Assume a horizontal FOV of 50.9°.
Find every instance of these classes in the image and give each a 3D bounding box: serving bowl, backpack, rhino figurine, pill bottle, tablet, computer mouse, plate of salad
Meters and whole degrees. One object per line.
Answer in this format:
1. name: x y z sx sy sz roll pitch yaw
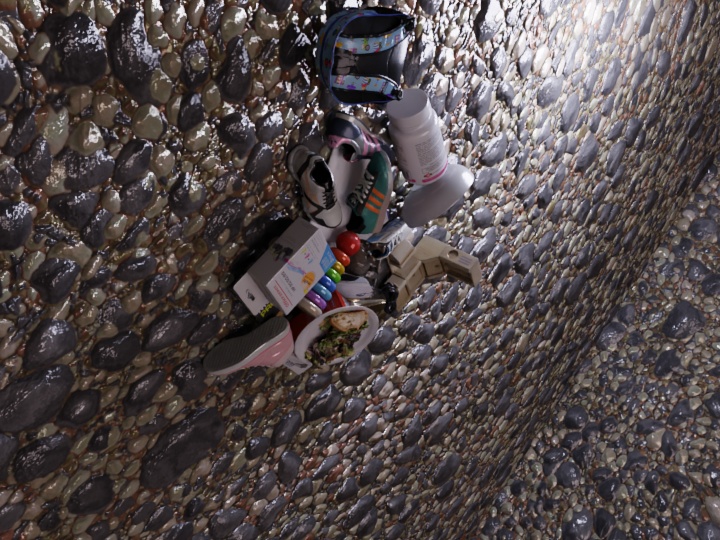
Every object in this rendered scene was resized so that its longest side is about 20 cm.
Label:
1. serving bowl: 0.172 -0.190 1.801 0.200 0.200 0.066 -45 106 -19
2. backpack: -0.010 -0.406 1.428 0.199 0.134 0.185 -19 129 -43
3. rhino figurine: 0.000 0.000 1.742 0.201 0.086 0.060 103 7 -53
4. pill bottle: 0.126 -0.299 1.695 0.113 0.113 0.201 -46 143 -18
5. tablet: -0.040 -0.160 1.644 0.129 0.014 0.203 12 99 -45
6. computer mouse: -0.011 0.046 1.719 0.110 0.197 0.044 95 10 -61
7. plate of salad: -0.048 0.153 1.659 0.198 0.048 0.201 -17 142 -14

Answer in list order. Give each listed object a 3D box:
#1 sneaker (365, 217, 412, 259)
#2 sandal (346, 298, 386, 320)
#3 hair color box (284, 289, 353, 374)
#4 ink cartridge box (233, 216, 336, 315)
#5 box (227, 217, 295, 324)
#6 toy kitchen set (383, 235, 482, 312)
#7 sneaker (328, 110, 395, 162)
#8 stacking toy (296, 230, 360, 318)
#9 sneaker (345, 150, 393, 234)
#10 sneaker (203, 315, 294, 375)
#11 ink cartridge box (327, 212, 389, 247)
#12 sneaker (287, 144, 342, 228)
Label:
1. sneaker: 0.063 -0.067 1.825 0.199 0.072 0.073 -31 135 -36
2. sandal: -0.024 0.089 1.783 0.198 0.054 0.081 -4 131 -29
3. hair color box: -0.099 0.140 1.706 0.199 0.064 0.111 -36 139 10
4. ink cartridge box: -0.151 0.006 1.537 0.200 0.068 0.116 -48 143 -15
5. box: -0.171 0.012 1.615 0.200 0.044 0.161 -50 145 -13
6. toy kitchen set: 0.170 0.005 1.913 0.200 0.179 0.164 -49 143 -21
7. sneaker: -0.002 -0.258 1.602 0.199 0.070 0.083 29 82 -47
8. stacking toy: -0.070 -0.001 1.626 0.201 0.085 0.085 -57 145 -10
9. sneaker: 0.015 -0.160 1.617 0.079 0.072 0.202 -10 130 -25
10. sneaker: -0.228 0.183 1.610 0.198 0.076 0.105 -28 139 -9
11. ink cartridge box: -0.017 -0.098 1.734 0.199 0.037 0.095 -40 140 -22
12. sneaker: -0.082 -0.159 1.544 0.074 0.080 0.201 -45 133 -19
